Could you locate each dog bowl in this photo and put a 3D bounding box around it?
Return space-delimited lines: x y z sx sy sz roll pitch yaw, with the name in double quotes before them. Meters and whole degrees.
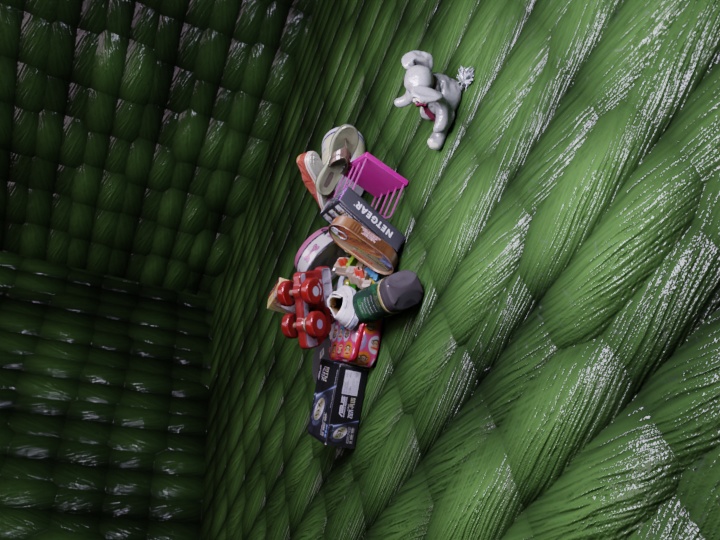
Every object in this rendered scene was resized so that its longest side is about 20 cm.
"dog bowl" -0.113 -0.042 1.837 0.074 0.198 0.203 42 126 21

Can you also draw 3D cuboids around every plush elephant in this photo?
"plush elephant" 0.153 -0.410 1.431 0.201 0.151 0.168 127 149 -47

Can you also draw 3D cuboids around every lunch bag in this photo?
"lunch bag" -0.009 0.158 1.625 0.199 0.080 0.181 -13 61 66

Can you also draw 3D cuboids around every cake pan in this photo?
"cake pan" -0.099 0.254 1.847 0.200 0.036 0.207 -166 89 -70

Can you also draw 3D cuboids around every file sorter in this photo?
"file sorter" 0.010 -0.206 1.662 0.128 0.137 0.199 -64 19 -13

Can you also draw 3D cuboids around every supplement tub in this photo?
"supplement tub" -0.051 -0.331 1.925 0.146 0.141 0.204 127 149 -46

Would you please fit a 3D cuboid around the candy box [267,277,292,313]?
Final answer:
"candy box" -0.183 0.097 1.933 0.116 0.195 0.057 -48 33 49

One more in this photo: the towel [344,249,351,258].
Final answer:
"towel" -0.022 -0.080 1.754 0.200 0.018 0.088 64 -136 -83

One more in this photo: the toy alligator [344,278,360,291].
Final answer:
"toy alligator" -0.002 0.002 1.738 0.055 0.058 0.205 59 -145 -54

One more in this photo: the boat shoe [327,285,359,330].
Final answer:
"boat shoe" -0.052 0.083 1.594 0.072 0.069 0.201 -53 19 15

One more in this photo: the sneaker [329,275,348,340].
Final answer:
"sneaker" -0.061 0.106 1.767 0.069 0.072 0.206 -7 70 40

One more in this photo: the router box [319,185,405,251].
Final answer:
"router box" 0.003 -0.114 1.582 0.052 0.199 0.148 -55 14 -22

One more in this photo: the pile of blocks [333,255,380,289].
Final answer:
"pile of blocks" 0.000 0.000 1.645 0.082 0.063 0.199 -38 44 -15

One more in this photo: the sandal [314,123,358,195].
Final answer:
"sandal" -0.055 -0.289 1.644 0.057 0.078 0.205 46 117 52

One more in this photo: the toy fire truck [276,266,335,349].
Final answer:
"toy fire truck" -0.122 0.096 1.621 0.110 0.166 0.207 -7 91 36

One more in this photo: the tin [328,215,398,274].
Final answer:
"tin" 0.008 -0.064 1.557 0.042 0.198 0.112 -55 2 -28

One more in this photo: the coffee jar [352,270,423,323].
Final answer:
"coffee jar" 0.063 0.063 1.449 0.199 0.102 0.088 -30 80 63

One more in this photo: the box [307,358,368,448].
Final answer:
"box" -0.063 0.348 1.629 0.163 0.084 0.206 174 108 -69

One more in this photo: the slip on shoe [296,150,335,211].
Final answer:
"slip on shoe" -0.122 -0.243 1.715 0.060 0.203 0.075 8 49 34

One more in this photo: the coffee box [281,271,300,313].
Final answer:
"coffee box" -0.144 0.102 1.771 0.115 0.078 0.201 -64 -21 -16
